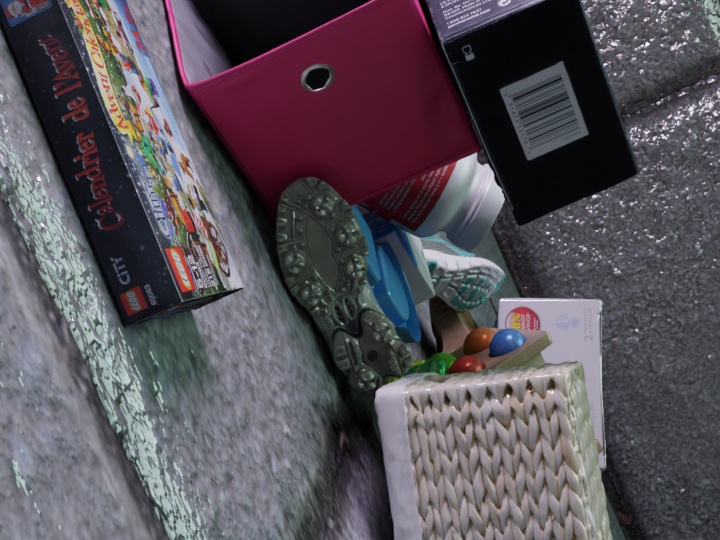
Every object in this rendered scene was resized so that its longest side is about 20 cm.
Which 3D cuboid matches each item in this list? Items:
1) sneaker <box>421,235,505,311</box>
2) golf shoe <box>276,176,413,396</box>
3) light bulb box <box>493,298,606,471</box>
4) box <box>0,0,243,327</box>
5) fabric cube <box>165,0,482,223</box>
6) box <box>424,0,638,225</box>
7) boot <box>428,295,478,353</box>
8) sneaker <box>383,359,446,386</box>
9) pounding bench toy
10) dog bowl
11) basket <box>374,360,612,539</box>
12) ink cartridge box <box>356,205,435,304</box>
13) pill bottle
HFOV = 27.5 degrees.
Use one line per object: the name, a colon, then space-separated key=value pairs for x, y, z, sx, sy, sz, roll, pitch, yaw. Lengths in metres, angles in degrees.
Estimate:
sneaker: x=0.091 y=-0.014 z=1.729 sx=0.199 sy=0.078 sz=0.092 roll=16 pitch=34 yaw=-45
golf shoe: x=-0.027 y=0.009 z=1.255 sx=0.097 sy=0.077 sz=0.202 roll=-134 pitch=-159 yaw=-67
light bulb box: x=0.219 y=0.149 z=1.745 sx=0.200 sy=0.123 sz=0.201 roll=81 pitch=10 yaw=-77
box: x=-0.139 y=-0.071 z=0.872 sx=0.137 sy=0.037 sz=0.202 roll=-16 pitch=83 yaw=-80
fabric cube: x=-0.035 y=-0.189 z=1.240 sx=0.200 sy=0.194 sz=0.202 roll=58 pitch=12 yaw=-48
box: x=0.132 y=-0.186 z=1.232 sx=0.201 sy=0.116 sz=0.198 roll=-104 pitch=169 yaw=-50
boot: x=0.138 y=0.136 z=1.790 sx=0.167 sy=0.071 sz=0.202 roll=58 pitch=16 yaw=-51
sneaker: x=0.088 y=0.178 z=1.390 sx=0.074 sy=0.083 sz=0.202 roll=-58 pitch=125 yaw=-78
pounding bench toy: x=0.126 y=0.144 z=1.542 sx=0.158 sy=0.123 sz=0.199 roll=64 pitch=-22 yaw=-10
dog bowl: x=0.000 y=0.000 z=1.412 sx=0.201 sy=0.049 sz=0.112 roll=56 pitch=17 yaw=-47
basket: x=0.115 y=0.176 z=1.207 sx=0.198 sy=0.158 sz=0.203 roll=4 pitch=75 yaw=-78
ink cartridge box: x=0.013 y=-0.064 z=1.580 sx=0.116 sy=0.066 sz=0.202 roll=55 pitch=16 yaw=-45
pill bottle: x=0.043 y=-0.104 z=1.451 sx=0.198 sy=0.113 sz=0.113 roll=29 pitch=19 yaw=-9
